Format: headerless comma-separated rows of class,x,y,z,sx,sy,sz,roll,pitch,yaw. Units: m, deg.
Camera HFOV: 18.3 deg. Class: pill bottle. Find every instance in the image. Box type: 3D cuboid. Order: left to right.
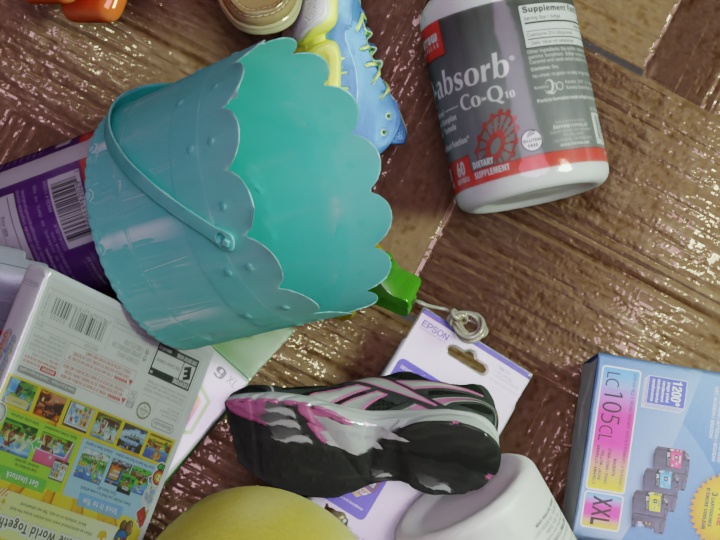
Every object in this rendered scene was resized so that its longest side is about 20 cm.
pill bottle,-0.244,-0.020,1.593,0.199,0.111,0.112,-19,85,8
pill bottle,0.106,-0.150,1.633,0.115,0.116,0.202,-12,84,-4
pill bottle,0.117,0.241,1.580,0.114,0.114,0.201,-31,103,-6

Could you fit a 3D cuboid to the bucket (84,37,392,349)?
bucket,-0.084,-0.048,1.522,0.134,0.207,0.209,-16,85,26

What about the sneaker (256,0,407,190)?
sneaker,-0.009,-0.144,1.655,0.104,0.076,0.202,17,90,-14

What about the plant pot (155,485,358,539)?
plant pot,-0.094,0.261,1.526,0.199,0.142,0.202,4,99,23

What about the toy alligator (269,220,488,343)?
toy alligator,0.000,0.000,1.618,0.199,0.054,0.060,18,54,16

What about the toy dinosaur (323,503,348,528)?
toy dinosaur,-0.026,0.262,1.607,0.106,0.060,0.201,23,105,17

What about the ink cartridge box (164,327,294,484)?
ink cartridge box,-0.148,0.083,1.621,0.104,0.059,0.200,41,83,1

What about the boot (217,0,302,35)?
boot,-0.082,-0.285,1.591,0.072,0.156,0.201,-4,65,1

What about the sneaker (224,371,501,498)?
sneaker,0.005,0.110,1.586,0.198,0.087,0.081,8,120,8

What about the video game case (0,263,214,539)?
video game case,-0.189,0.109,1.499,0.023,0.200,0.183,16,82,33

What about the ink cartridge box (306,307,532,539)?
ink cartridge box,0.035,0.137,1.638,0.099,0.039,0.201,32,85,0

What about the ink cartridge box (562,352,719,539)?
ink cartridge box,0.254,0.143,1.633,0.198,0.076,0.138,9,84,-4

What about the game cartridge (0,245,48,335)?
game cartridge,-0.294,0.044,1.549,0.132,0.200,0.041,15,52,-6

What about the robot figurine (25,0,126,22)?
robot figurine,-0.185,-0.282,1.631,0.143,0.117,0.202,15,84,1
